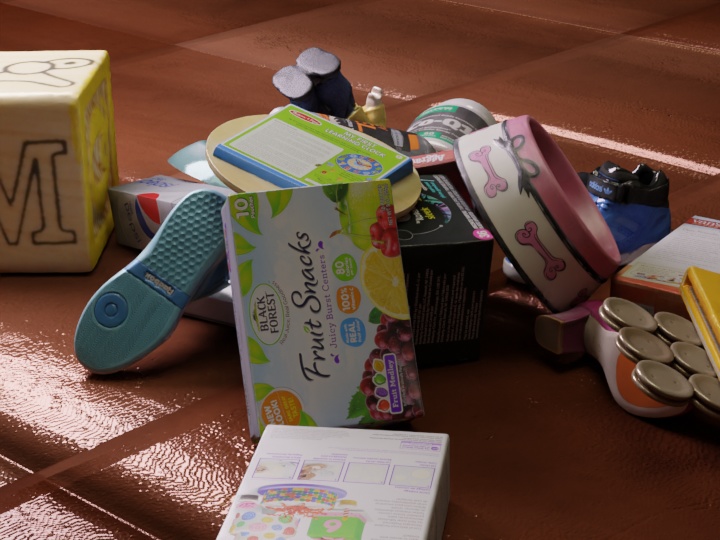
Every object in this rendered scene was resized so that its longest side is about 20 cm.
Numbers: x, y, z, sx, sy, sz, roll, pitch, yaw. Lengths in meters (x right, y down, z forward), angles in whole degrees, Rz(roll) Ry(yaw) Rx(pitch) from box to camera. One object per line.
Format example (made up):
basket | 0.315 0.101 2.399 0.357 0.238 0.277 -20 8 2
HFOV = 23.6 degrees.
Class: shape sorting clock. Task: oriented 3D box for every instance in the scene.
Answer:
shape sorting clock | -0.042 -0.091 1.556 0.198 0.039 0.201 8 32 -5

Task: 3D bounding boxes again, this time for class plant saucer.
plant saucer | -0.112 -0.101 1.882 0.199 0.036 0.200 21 7 -3

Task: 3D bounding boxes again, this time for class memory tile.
memory tile | 0.296 0.084 1.418 0.199 0.017 0.154 16 26 -18

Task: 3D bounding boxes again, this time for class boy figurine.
boy figurine | -0.020 -0.146 1.849 0.124 0.200 0.064 -42 47 -12

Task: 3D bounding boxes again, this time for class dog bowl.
dog bowl | 0.170 -0.057 1.609 0.074 0.201 0.200 -33 16 14

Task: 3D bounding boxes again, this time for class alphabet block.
alphabet block | -0.372 -0.119 1.832 0.198 0.198 0.196 0 23 3

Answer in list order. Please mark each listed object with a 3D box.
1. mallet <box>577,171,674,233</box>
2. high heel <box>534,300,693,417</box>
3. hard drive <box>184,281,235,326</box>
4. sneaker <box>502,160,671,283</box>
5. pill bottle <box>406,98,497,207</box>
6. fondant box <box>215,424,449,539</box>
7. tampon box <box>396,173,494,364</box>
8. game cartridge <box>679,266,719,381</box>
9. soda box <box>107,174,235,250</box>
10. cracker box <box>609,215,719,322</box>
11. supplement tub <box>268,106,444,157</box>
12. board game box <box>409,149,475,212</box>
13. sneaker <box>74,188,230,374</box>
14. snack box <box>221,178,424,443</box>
mallet | 0.291 -0.062 1.878 0.199 0.041 0.066 21 33 36
high heel | 0.245 0.075 1.502 0.095 0.068 0.200 -6 15 -31
hard drive | -0.094 0.006 1.732 0.131 0.027 0.200 12 24 28
sneaker | 0.231 -0.054 1.751 0.199 0.112 0.077 -11 23 -23
pill bottle | 0.094 -0.120 1.922 0.112 0.114 0.200 4 22 13
fondant box | -0.016 0.182 1.236 0.143 0.059 0.200 2 21 9
tampon box | 0.000 0.000 1.570 0.198 0.127 0.150 -4 28 -17
game cartridge | 0.381 0.068 1.452 0.198 0.033 0.177 13 26 -10
soda box | -0.189 -0.054 1.795 0.068 0.064 0.200 -17 17 -30
cracker box | 0.340 0.013 1.647 0.133 0.058 0.200 14 27 31
supplement tub | -0.005 -0.090 1.759 0.198 0.123 0.123 11 18 -15
board game box | 0.009 -0.060 1.674 0.198 0.103 0.020 -10 45 8
sneaker | -0.179 0.022 1.601 0.079 0.200 0.131 42 -6 9
snack box | -0.033 0.033 1.427 0.141 0.202 0.053 -7 -9 -12
